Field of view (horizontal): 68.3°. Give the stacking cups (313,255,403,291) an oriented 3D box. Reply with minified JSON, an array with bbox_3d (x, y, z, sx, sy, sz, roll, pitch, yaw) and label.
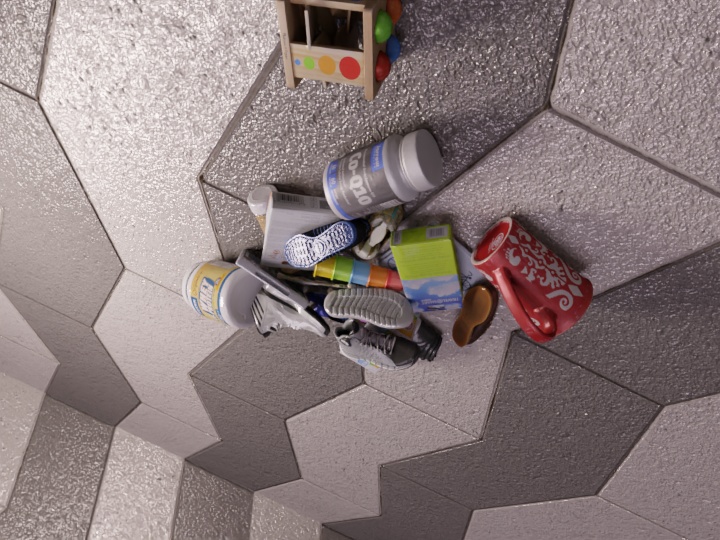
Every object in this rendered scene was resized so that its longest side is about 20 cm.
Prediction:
[{"bbox_3d":[0.000,0.000,1.130,0.193,0.062,0.061,10,141,-6],"label":"stacking cups"}]

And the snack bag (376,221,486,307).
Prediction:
[{"bbox_3d":[0.156,-0.010,1.117,0.187,0.022,0.199,36,139,-15],"label":"snack bag"}]

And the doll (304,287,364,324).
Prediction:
[{"bbox_3d":[-0.057,0.098,1.269,0.197,0.048,0.139,11,136,47],"label":"doll"}]

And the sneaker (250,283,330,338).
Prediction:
[{"bbox_3d":[-0.173,0.123,1.258,0.198,0.117,0.076,34,180,4],"label":"sneaker"}]

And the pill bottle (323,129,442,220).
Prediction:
[{"bbox_3d":[0.039,-0.167,0.930,0.196,0.116,0.115,-14,128,36],"label":"pill bottle"}]

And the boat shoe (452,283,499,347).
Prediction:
[{"bbox_3d":[0.256,0.090,1.146,0.071,0.069,0.202,60,155,27],"label":"boat shoe"}]

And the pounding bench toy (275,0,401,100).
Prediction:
[{"bbox_3d":[-0.022,-0.367,0.735,0.151,0.126,0.203,12,139,13],"label":"pounding bench toy"}]

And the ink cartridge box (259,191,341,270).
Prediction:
[{"bbox_3d":[-0.125,-0.077,1.123,0.157,0.051,0.201,4,147,-17],"label":"ink cartridge box"}]

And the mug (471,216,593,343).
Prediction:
[{"bbox_3d":[0.309,0.014,0.959,0.199,0.178,0.134,39,109,-11],"label":"mug"}]

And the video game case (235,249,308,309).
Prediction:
[{"bbox_3d":[-0.204,0.016,1.230,0.180,0.024,0.200,35,179,-12],"label":"video game case"}]

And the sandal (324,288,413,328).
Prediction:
[{"bbox_3d":[0.020,0.080,1.127,0.197,0.084,0.050,10,155,18],"label":"sandal"}]

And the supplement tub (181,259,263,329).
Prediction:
[{"bbox_3d":[-0.336,0.054,1.315,0.196,0.146,0.147,11,142,38],"label":"supplement tub"}]

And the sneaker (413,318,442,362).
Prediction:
[{"bbox_3d":[0.131,0.204,1.320,0.098,0.071,0.201,32,136,-3],"label":"sneaker"}]

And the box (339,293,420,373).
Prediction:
[{"bbox_3d":[0.047,0.145,1.275,0.111,0.103,0.201,30,140,-7],"label":"box"}]

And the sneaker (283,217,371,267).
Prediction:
[{"bbox_3d":[-0.066,-0.056,1.062,0.196,0.077,0.072,-14,93,38],"label":"sneaker"}]

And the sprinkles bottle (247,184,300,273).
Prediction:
[{"bbox_3d":[-0.179,-0.087,1.163,0.066,0.069,0.203,2,136,24],"label":"sprinkles bottle"}]

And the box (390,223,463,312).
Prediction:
[{"bbox_3d":[0.138,0.001,1.063,0.118,0.049,0.203,-6,137,15],"label":"box"}]

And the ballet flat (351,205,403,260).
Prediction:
[{"bbox_3d":[0.024,-0.065,1.087,0.069,0.072,0.201,29,140,-8],"label":"ballet flat"}]

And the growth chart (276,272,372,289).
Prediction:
[{"bbox_3d":[-0.077,0.030,1.220,0.194,0.018,0.144,8,179,15],"label":"growth chart"}]

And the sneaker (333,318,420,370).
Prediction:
[{"bbox_3d":[0.026,0.154,1.142,0.194,0.077,0.116,2,148,26],"label":"sneaker"}]
